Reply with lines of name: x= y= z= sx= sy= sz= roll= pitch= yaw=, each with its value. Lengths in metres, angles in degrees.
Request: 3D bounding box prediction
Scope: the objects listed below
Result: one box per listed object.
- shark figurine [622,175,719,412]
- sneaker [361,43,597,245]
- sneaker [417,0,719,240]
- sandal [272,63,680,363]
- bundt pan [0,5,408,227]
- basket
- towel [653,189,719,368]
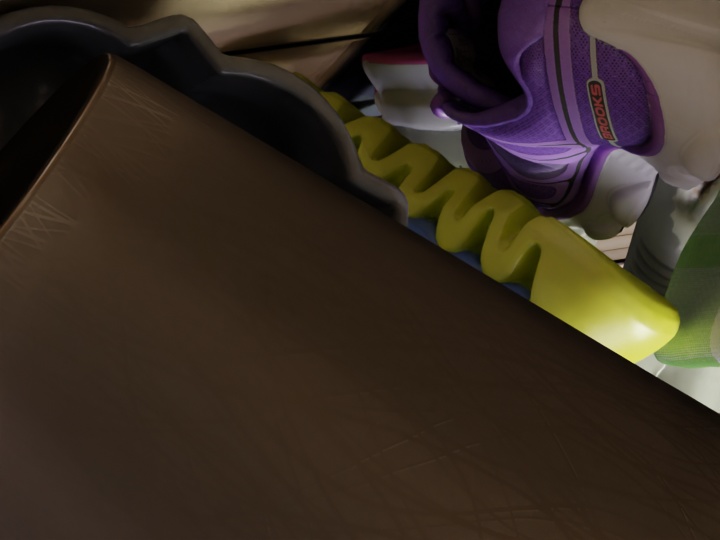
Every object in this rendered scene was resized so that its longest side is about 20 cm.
shark figurine: x=0.068 y=0.051 z=0.905 sx=0.089 sy=0.215 sz=0.128 roll=24 pitch=165 yaw=46
sneaker: x=0.044 y=-0.030 z=0.969 sx=0.081 sy=0.089 sz=0.200 roll=-10 pitch=177 yaw=10
sneaker: x=0.053 y=-0.061 z=0.776 sx=0.083 sy=0.081 sz=0.200 roll=13 pitch=172 yaw=-6
sandal: x=0.000 y=0.000 z=0.840 sx=0.200 sy=0.087 sz=0.079 roll=33 pitch=180 yaw=43
bundt pan: x=-0.081 y=0.026 z=0.757 sx=0.201 sy=0.203 sz=0.076 roll=-8 pitch=-172 yaw=-12
basket: x=-0.021 y=0.054 z=0.668 sx=0.200 sy=0.181 sz=0.136 roll=39 pitch=163 yaw=-13
towel: x=0.151 y=-0.043 z=0.748 sx=0.031 sy=0.150 sz=0.200 roll=32 pitch=165 yaw=-15
